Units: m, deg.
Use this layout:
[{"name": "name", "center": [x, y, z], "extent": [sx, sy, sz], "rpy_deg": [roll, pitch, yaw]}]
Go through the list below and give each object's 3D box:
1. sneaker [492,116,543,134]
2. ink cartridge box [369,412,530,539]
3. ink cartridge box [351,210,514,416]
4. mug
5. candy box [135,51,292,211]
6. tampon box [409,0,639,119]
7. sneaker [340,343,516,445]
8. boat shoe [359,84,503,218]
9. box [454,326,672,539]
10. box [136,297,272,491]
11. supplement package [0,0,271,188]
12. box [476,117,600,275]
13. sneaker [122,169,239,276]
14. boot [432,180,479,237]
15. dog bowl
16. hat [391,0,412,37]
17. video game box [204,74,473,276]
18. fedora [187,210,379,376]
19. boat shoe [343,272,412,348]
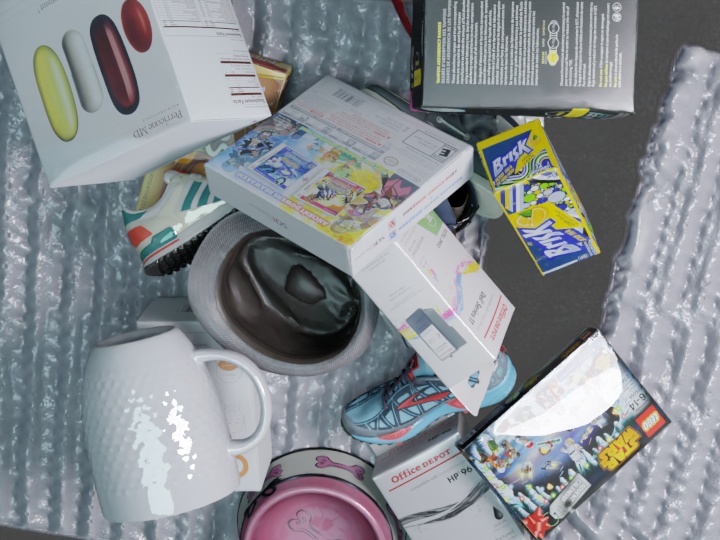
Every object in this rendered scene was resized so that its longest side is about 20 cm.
[{"name": "sneaker", "center": [0.125, -0.192, 1.520], "extent": [0.129, 0.080, 0.200], "rpy_deg": [1, 106, 7]}, {"name": "ink cartridge box", "center": [0.092, 0.243, 1.655], "extent": [0.116, 0.068, 0.200], "rpy_deg": [-30, 100, 12]}, {"name": "ink cartridge box", "center": [0.087, 0.035, 1.484], "extent": [0.067, 0.117, 0.200], "rpy_deg": [-35, 103, 28]}, {"name": "mug", "center": [-0.189, 0.147, 1.514], "extent": [0.200, 0.148, 0.176], "rpy_deg": [-11, 97, 8]}, {"name": "candy box", "center": [-0.157, -0.139, 1.575], "extent": [0.115, 0.055, 0.200], "rpy_deg": [18, 107, 0]}, {"name": "tampon box", "center": [0.151, -0.211, 1.402], "extent": [0.200, 0.150, 0.127], "rpy_deg": [1, 94, -2]}, {"name": "sneaker", "center": [0.064, 0.117, 1.604], "extent": [0.200, 0.079, 0.096], "rpy_deg": [-23, 132, 3]}, {"name": "boat shoe", "center": [0.083, -0.137, 1.561], "extent": [0.200, 0.073, 0.062], "rpy_deg": [37, 63, 1]}, {"name": "box", "center": [0.222, 0.178, 1.604], "extent": [0.200, 0.040, 0.137], "rpy_deg": [-41, 100, -6]}, {"name": "box", "center": [-0.171, 0.136, 1.635], "extent": [0.124, 0.097, 0.200], "rpy_deg": [-1, 105, 6]}, {"name": "supplement package", "center": [-0.231, -0.210, 1.467], "extent": [0.191, 0.147, 0.200], "rpy_deg": [-21, 87, 28]}, {"name": "box", "center": [0.183, -0.071, 1.493], "extent": [0.070, 0.200, 0.064], "rpy_deg": [-22, 59, 11]}, {"name": "sneaker", "center": [-0.157, -0.081, 1.526], "extent": [0.200, 0.070, 0.093], "rpy_deg": [-33, 74, -1]}, {"name": "boot", "center": [0.084, -0.038, 1.543], "extent": [0.097, 0.075, 0.200], "rpy_deg": [-10, 114, 50]}, {"name": "dog bowl", "center": [-0.048, 0.309, 1.685], "extent": [0.200, 0.074, 0.201], "rpy_deg": [2, 107, 6]}, {"name": "hat", "center": [-0.023, -0.346, 1.522], "extent": [0.165, 0.176, 0.200], "rpy_deg": [-6, 68, 9]}, {"name": "video game box", "center": [-0.021, -0.098, 1.449], "extent": [0.200, 0.182, 0.047], "rpy_deg": [31, 143, 32]}, {"name": "fedora", "center": [-0.073, 0.015, 1.533], "extent": [0.200, 0.090, 0.177], "rpy_deg": [25, 106, -1]}, {"name": "boat shoe", "center": [-0.001, 0.000, 1.591], "extent": [0.086, 0.075, 0.202], "rpy_deg": [-22, 100, 11]}]
